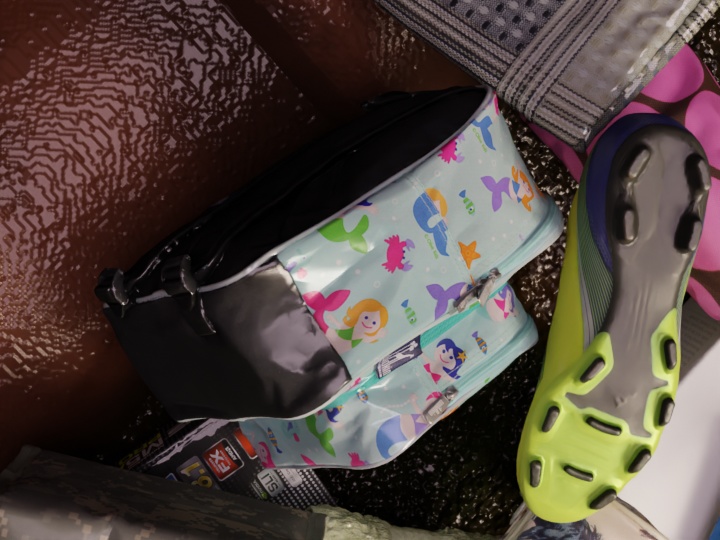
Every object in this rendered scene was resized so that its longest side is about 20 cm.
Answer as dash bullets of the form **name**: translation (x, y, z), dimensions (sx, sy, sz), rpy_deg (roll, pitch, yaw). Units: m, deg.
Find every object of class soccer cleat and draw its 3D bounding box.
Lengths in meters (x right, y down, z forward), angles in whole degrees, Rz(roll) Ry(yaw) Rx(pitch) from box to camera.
- **soccer cleat**: translation (0.120, 0.023, 0.810), dimensions (0.065, 0.084, 0.200), rpy_deg (12, 100, -9)

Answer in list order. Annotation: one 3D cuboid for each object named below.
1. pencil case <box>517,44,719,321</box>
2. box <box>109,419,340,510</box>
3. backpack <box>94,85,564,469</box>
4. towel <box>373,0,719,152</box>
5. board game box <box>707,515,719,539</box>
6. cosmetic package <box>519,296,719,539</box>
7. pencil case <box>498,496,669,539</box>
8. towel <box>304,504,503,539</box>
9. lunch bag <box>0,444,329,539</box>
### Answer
- **pencil case**: translation (0.166, -0.060, 0.866), dimensions (0.094, 0.091, 0.200), rpy_deg (-33, 80, -35)
- **box**: translation (-0.070, 0.181, 0.913), dimensions (0.160, 0.044, 0.200), rpy_deg (-34, 104, -5)
- **backpack**: translation (0.000, 0.000, 0.823), dimensions (0.200, 0.178, 0.151), rpy_deg (-44, 106, -28)
- **towel**: translation (0.102, -0.185, 0.840), dimensions (0.193, 0.035, 0.200), rpy_deg (41, 87, 23)
- **board game box**: translation (0.261, 0.206, 0.933), dimensions (0.196, 0.056, 0.200), rpy_deg (14, 105, -31)
- **cosmetic package**: translation (0.193, 0.089, 0.936), dimensions (0.102, 0.074, 0.200), rpy_deg (43, 91, -14)
- **pencil case**: translation (0.067, 0.190, 0.844), dimensions (0.089, 0.078, 0.200), rpy_deg (42, 84, 3)
- **towel**: translation (0.015, 0.229, 0.897), dimensions (0.148, 0.036, 0.200), rpy_deg (11, 97, -14)
- **lunch bag**: translation (-0.113, 0.205, 0.815), dimensions (0.164, 0.118, 0.200), rpy_deg (12, 97, 1)
